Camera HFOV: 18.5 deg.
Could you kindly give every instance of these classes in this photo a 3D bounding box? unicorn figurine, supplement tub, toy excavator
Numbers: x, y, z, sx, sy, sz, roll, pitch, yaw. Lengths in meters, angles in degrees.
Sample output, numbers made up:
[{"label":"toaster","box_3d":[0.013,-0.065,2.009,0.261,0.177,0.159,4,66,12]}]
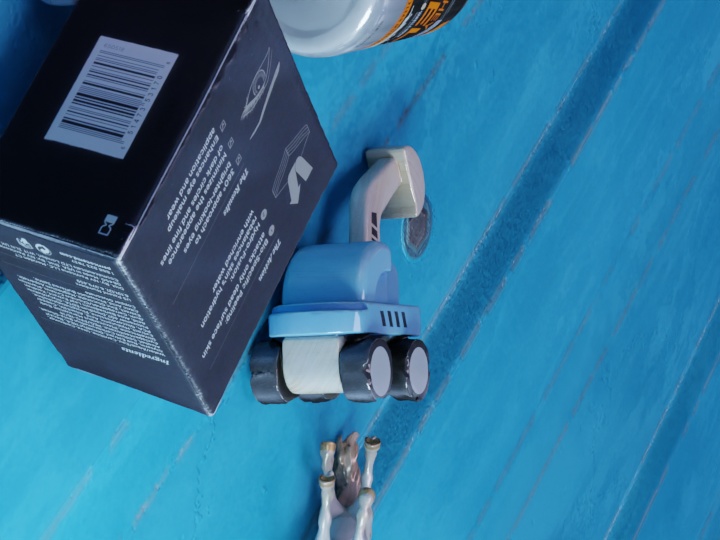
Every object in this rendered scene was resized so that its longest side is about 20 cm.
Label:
[{"label":"unicorn figurine","box_3d":[-0.022,0.212,1.692,0.200,0.074,0.138,-39,141,-61]},{"label":"supplement tub","box_3d":[0.009,-0.224,1.590,0.200,0.122,0.123,-24,118,-59]},{"label":"toy excavator","box_3d":[0.000,0.000,1.678,0.194,0.099,0.201,4,85,-64]}]

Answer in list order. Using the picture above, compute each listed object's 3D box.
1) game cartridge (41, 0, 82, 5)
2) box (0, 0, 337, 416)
[{"label":"game cartridge","box_3d":[-0.151,-0.255,1.370,0.200,0.040,0.134,-52,137,-44]},{"label":"box","box_3d":[-0.122,-0.051,1.353,0.197,0.117,0.200,-64,155,-23]}]
